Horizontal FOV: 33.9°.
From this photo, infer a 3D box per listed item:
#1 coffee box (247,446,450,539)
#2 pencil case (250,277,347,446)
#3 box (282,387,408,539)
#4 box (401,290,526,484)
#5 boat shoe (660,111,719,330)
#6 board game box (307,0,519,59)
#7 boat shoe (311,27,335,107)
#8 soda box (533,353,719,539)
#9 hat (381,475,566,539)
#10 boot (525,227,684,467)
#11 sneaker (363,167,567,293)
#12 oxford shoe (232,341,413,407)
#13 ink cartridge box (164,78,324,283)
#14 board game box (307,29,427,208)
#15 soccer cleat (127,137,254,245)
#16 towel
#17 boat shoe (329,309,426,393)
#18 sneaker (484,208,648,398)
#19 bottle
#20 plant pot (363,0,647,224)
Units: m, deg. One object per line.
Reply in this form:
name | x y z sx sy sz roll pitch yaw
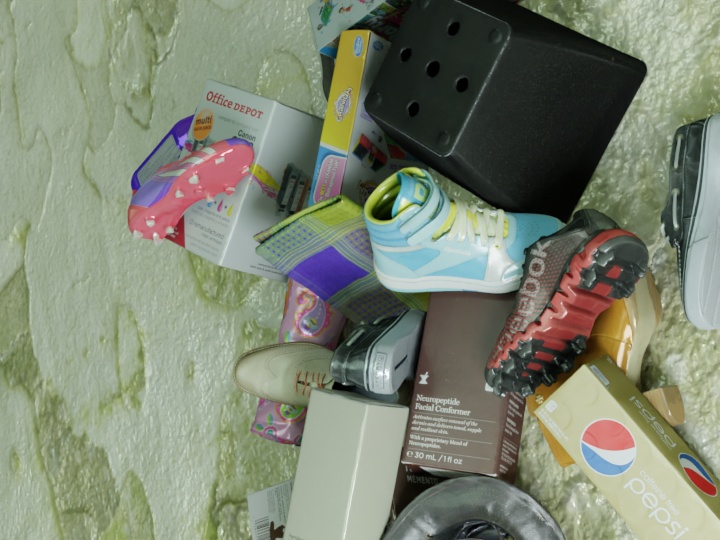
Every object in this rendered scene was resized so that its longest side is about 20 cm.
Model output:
coffee box | -0.008 0.251 1.236 0.199 0.114 0.080 -26 63 34
pencil case | -0.063 0.103 1.346 0.087 0.087 0.202 11 87 43
box | -0.019 0.219 1.129 0.082 0.068 0.202 11 88 41
box | 0.112 0.103 1.158 0.099 0.075 0.202 3 72 24
boat shoe | 0.307 -0.042 1.059 0.071 0.072 0.202 -9 63 50
board game box | 0.064 -0.294 1.282 0.199 0.147 0.065 -30 63 34
boat shoe | -0.011 -0.236 1.393 0.057 0.067 0.201 -39 52 34
soda box | 0.245 0.172 1.013 0.068 0.064 0.200 -47 72 25
hat | 0.108 0.288 1.126 0.199 0.081 0.203 0 91 12
boot | 0.212 0.073 1.106 0.143 0.071 0.203 -23 69 36
sneaker | 0.094 -0.043 1.107 0.198 0.131 0.080 -8 49 15
oxford shoe | -0.044 0.115 1.264 0.198 0.074 0.071 2 91 8
ink cartridge box | -0.125 -0.106 1.411 0.145 0.144 0.202 24 95 43
board game box | 0.019 -0.139 1.279 0.040 0.153 0.202 7 84 37
soccer cleat | -0.198 -0.104 1.336 0.200 0.066 0.077 -35 54 34
towel | 0.000 0.000 1.244 0.143 0.200 0.023 -24 42 35
boat shoe | 0.021 0.074 1.185 0.070 0.200 0.073 10 96 14
sneaker | 0.174 0.026 1.070 0.201 0.070 0.098 -55 35 26
bottle | -0.218 -0.159 1.552 0.200 0.083 0.066 -43 53 26
plant pot | 0.126 -0.173 1.175 0.200 0.177 0.201 37 105 40
